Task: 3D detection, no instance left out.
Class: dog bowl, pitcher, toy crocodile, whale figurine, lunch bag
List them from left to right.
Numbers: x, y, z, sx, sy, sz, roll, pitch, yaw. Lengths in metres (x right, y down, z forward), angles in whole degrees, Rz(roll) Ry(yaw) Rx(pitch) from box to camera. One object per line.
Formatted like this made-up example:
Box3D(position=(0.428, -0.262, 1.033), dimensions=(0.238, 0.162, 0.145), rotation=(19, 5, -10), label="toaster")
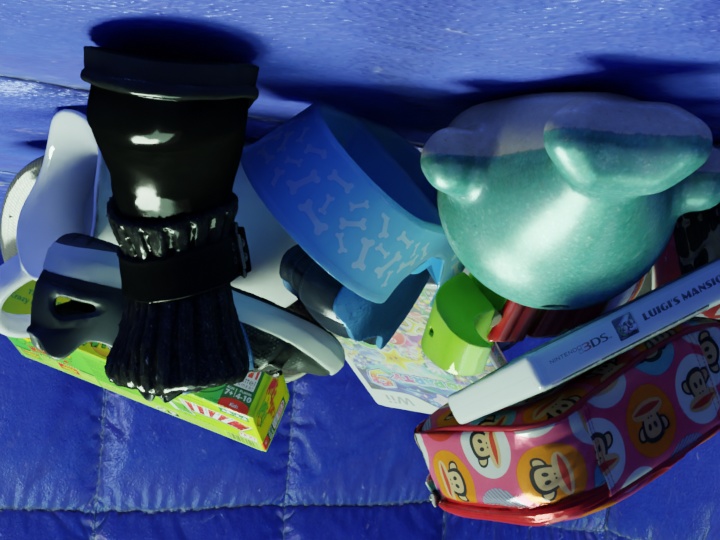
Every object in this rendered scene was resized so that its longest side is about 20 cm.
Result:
Box3D(position=(-0.133, -0.013, 1.035), dimensions=(0.199, 0.122, 0.172), rotation=(9, 134, -44), label="pitcher")
Box3D(position=(0.009, -0.038, 0.892), dimensions=(0.050, 0.112, 0.200), rotation=(-44, 163, 15), label="dog bowl")
Box3D(position=(0.104, 0.012, 0.930), dimensions=(0.062, 0.068, 0.199), rotation=(42, -148, 28), label="toy crocodile")
Box3D(position=(0.135, 0.093, 1.053), dimensions=(0.199, 0.083, 0.176), rotation=(-25, -170, -33), label="lunch bag")
Box3D(position=(0.107, -0.034, 0.788), dimensions=(0.157, 0.105, 0.200), rotation=(4, 177, -8), label="whale figurine")

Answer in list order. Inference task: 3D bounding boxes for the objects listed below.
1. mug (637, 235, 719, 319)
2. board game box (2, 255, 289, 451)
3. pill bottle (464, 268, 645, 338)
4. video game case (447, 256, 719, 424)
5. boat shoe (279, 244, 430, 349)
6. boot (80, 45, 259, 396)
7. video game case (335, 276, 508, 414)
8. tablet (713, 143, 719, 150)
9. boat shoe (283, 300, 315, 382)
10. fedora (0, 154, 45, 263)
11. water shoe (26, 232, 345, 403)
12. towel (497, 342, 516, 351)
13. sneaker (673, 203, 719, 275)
Box3D(position=(0.285, -0.012, 1.305), dimensions=(0.198, 0.179, 0.134), rotation=(0, 143, -20), label="mug")
Box3D(position=(-0.152, 0.060, 1.124), dimensions=(0.198, 0.048, 0.102), rotation=(20, 162, 9), label="board game box")
Box3D(position=(0.134, -0.009, 1.124), dimensions=(0.109, 0.111, 0.200), rotation=(2, -178, 21), label="pill bottle")
Box3D(position=(0.150, 0.031, 0.906), dimensions=(0.181, 0.024, 0.200), rotation=(-26, 175, -12), label="video game case")
Box3D(position=(0.000, 0.000, 1.002), dimensions=(0.068, 0.085, 0.200), rotation=(30, 178, 11), label="boat shoe")
Box3D(position=(-0.089, -0.018, 0.764), dimensions=(0.079, 0.160, 0.211), rotation=(3, 178, 0), label="boot")
Box3D(position=(0.039, 0.054, 1.192), dimensions=(0.142, 0.018, 0.200), rotation=(7, 149, 31), label="video game case")
Box3D(position=(0.201, -0.066, 1.018), dimensions=(0.199, 0.014, 0.130), rotation=(1, 176, 38), label="tablet")
Box3D(position=(-0.065, 0.028, 1.245), dimensions=(0.062, 0.075, 0.201), rotation=(-29, -155, 18), label="boat shoe")
Box3D(position=(-0.159, -0.025, 1.191), dimensions=(0.198, 0.178, 0.090), rotation=(17, -146, 12), label="fedora")
Box3D(position=(-0.104, 0.042, 0.950), dimensions=(0.199, 0.080, 0.071), rotation=(21, 179, -27), label="water shoe")
Box3D(position=(0.028, 0.003, 1.194), dimensions=(0.111, 0.049, 0.200), rotation=(-19, 130, 40), label="towel")
Box3D(position=(0.252, -0.022, 1.012), dimensions=(0.079, 0.078, 0.200), rotation=(-8, -178, -11), label="sneaker")
